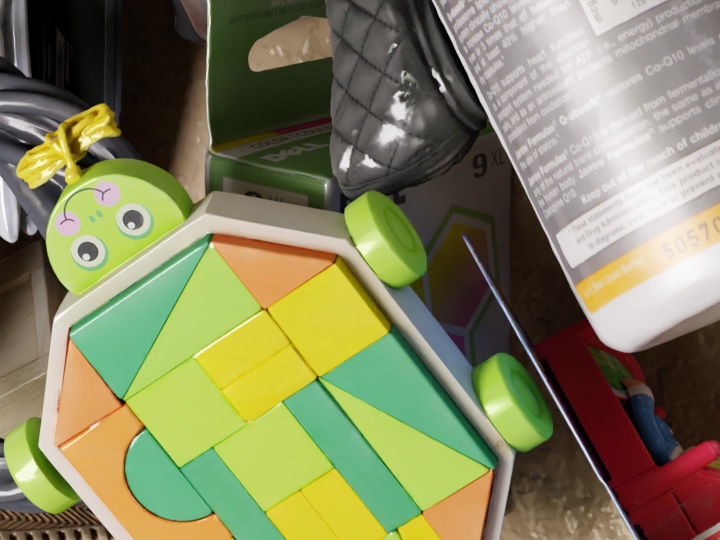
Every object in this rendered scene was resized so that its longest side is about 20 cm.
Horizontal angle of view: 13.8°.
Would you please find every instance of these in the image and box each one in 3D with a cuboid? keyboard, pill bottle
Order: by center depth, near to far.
[{"bbox_3d":[0.086,-0.085,0.933,0.116,0.116,0.200,-31,82,41],"label":"pill bottle"},{"bbox_3d":[-0.104,-0.090,1.125,0.104,0.040,0.200,50,148,34],"label":"keyboard"}]

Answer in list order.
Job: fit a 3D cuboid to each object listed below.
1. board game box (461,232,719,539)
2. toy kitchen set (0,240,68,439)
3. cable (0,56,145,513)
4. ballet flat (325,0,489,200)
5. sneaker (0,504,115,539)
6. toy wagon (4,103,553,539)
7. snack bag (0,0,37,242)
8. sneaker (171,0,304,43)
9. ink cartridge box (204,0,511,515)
[{"bbox_3d":[0.099,0.066,0.970,0.039,0.158,0.200,-30,79,3],"label":"board game box"},{"bbox_3d":[-0.174,0.084,1.241,0.200,0.180,0.163,-27,38,11],"label":"toy kitchen set"},{"bbox_3d":[-0.136,0.003,1.021,0.200,0.051,0.163,16,105,8],"label":"cable"},{"bbox_3d":[-0.009,-0.110,1.003,0.057,0.066,0.200,-31,50,15],"label":"ballet flat"},{"bbox_3d":[-0.108,0.128,1.126,0.070,0.200,0.109,-104,20,-59],"label":"sneaker"},{"bbox_3d":[-0.042,0.037,0.964,0.155,0.040,0.200,-34,105,17],"label":"toy wagon"},{"bbox_3d":[-0.156,-0.124,1.132,0.189,0.021,0.200,-146,53,-66],"label":"snack bag"},{"bbox_3d":[-0.083,-0.171,1.084,0.082,0.077,0.200,-27,83,48],"label":"sneaker"},{"bbox_3d":[0.000,0.000,1.037,0.059,0.104,0.200,12,109,37],"label":"ink cartridge box"}]
